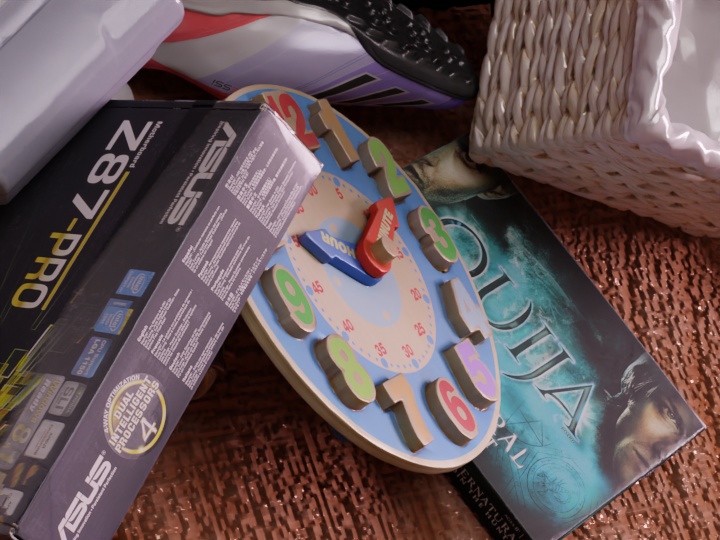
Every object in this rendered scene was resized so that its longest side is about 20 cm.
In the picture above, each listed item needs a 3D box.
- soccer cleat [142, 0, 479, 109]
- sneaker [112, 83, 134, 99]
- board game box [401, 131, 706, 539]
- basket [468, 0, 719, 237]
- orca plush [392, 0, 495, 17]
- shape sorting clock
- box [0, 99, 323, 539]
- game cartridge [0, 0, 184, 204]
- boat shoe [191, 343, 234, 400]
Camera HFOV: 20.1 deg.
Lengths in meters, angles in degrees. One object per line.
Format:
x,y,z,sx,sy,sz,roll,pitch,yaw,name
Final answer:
-0.034,-0.111,1.045,0.199,0.073,0.068,15,30,-25,soccer cleat
-0.200,-0.074,0.943,0.199,0.077,0.081,5,41,-25,sneaker
0.068,0.035,1.029,0.135,0.028,0.200,-30,77,-36,board game box
0.182,-0.131,1.047,0.197,0.160,0.202,16,81,-33,basket
-0.004,-0.159,1.108,0.199,0.072,0.105,15,10,-30,orca plush
0.000,0.000,0.933,0.200,0.039,0.201,36,32,-27,shape sorting clock
-0.123,0.022,0.829,0.049,0.160,0.201,46,63,-38,box
-0.189,-0.126,0.848,0.200,0.042,0.133,39,66,5,game cartridge
-0.097,0.031,0.933,0.072,0.072,0.201,56,35,-25,boat shoe
